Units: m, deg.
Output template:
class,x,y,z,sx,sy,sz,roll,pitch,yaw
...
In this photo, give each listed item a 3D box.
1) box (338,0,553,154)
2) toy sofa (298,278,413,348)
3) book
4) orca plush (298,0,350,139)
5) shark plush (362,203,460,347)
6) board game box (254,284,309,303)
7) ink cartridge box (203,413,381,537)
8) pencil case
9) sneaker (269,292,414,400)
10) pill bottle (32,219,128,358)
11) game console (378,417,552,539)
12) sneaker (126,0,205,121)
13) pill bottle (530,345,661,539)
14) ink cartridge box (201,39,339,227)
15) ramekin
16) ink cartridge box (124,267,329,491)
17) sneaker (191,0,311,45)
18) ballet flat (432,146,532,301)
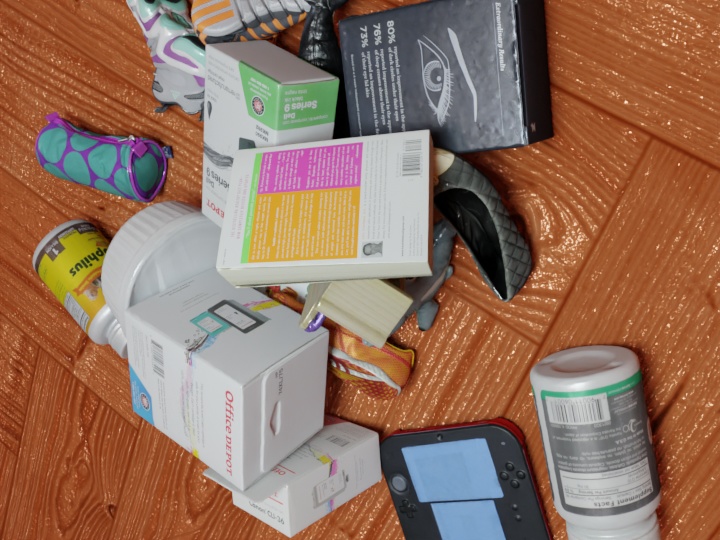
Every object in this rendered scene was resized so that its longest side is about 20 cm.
class,x,y,z,sx,sy,sz,roll,pitch,yaw
box,0.089,-0.196,0.777,0.195,0.104,0.152,0,102,30
toy sofa,0.000,0.000,0.816,0.082,0.201,0.098,30,115,-13
book,-0.030,-0.060,0.707,0.194,0.048,0.137,-3,67,14
orca plush,-0.026,-0.200,0.835,0.102,0.072,0.205,3,119,-13
shark plush,0.073,0.005,0.848,0.091,0.083,0.200,51,121,10
board game box,-0.110,0.060,0.989,0.124,0.035,0.205,20,112,14
ink cartridge box,-0.080,0.249,0.918,0.115,0.197,0.069,9,109,43
pencil case,-0.365,-0.160,1.064,0.196,0.085,0.095,15,126,26
sneaker,-0.026,0.084,0.928,0.197,0.078,0.074,31,143,5
pill bottle,-0.380,0.029,1.105,0.200,0.109,0.110,45,120,12
game console,0.123,0.273,0.918,0.196,0.031,0.181,-14,95,33
sneaker,-0.253,-0.272,0.976,0.201,0.077,0.142,49,133,26
pill bottle,0.245,0.190,0.776,0.111,0.112,0.206,-8,99,31
ink cartridge box,-0.106,-0.132,0.838,0.145,0.083,0.205,34,128,38
ramekin,-0.241,0.005,0.972,0.093,0.200,0.207,29,116,33
ink cartridge box,-0.156,0.120,0.888,0.197,0.145,0.150,25,125,30
sneaker,-0.096,-0.305,0.878,0.195,0.112,0.080,-17,81,-2
ballet flat,0.117,-0.048,0.770,0.066,0.058,0.200,-13,131,45
